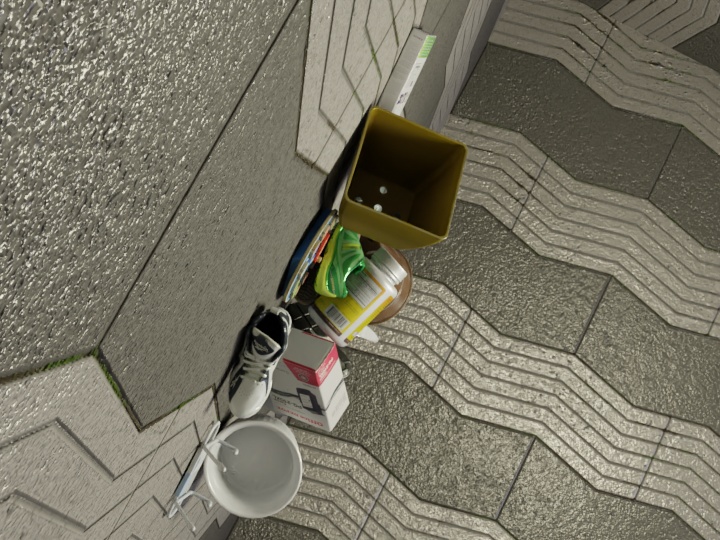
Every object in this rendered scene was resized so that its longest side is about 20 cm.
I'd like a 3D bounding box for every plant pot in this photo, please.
[{"bbox_3d":[0.000,0.000,1.860,0.202,0.199,0.198,-62,159,-8],"label":"plant pot"},{"bbox_3d":[0.060,-0.147,1.567,0.176,0.198,0.202,133,-25,-64],"label":"plant pot"}]

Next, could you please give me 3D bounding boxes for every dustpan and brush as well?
[{"bbox_3d":[-0.047,0.124,1.884,0.058,0.138,0.200,-66,157,-19],"label":"dustpan and brush"}]

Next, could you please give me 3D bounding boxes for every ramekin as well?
[{"bbox_3d":[-0.216,0.393,1.722,0.202,0.199,0.098,-62,-177,5],"label":"ramekin"}]

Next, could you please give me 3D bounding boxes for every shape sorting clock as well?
[{"bbox_3d":[-0.093,-0.027,1.593,0.202,0.039,0.200,-62,176,-8],"label":"shape sorting clock"}]

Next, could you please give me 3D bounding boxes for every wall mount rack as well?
[{"bbox_3d":[-0.288,0.384,1.540,0.202,0.074,0.174,-63,176,0],"label":"wall mount rack"}]

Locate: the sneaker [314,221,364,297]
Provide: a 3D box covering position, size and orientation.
[{"bbox_3d":[-0.027,-0.034,1.639,0.074,0.083,0.202,129,-17,-68],"label":"sneaker"}]

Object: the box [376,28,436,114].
[{"bbox_3d":[0.082,-0.369,1.629,0.202,0.036,0.144,-63,176,17],"label":"box"}]

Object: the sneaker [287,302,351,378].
[{"bbox_3d":[-0.109,0.172,1.786,0.075,0.201,0.116,-18,154,-41],"label":"sneaker"}]

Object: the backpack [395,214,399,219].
[{"bbox_3d":[0.186,-0.278,2.902,0.201,0.133,0.183,-61,176,-16],"label":"backpack"}]

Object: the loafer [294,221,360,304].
[{"bbox_3d":[-0.073,-0.016,1.737,0.201,0.075,0.068,-53,176,-9],"label":"loafer"}]

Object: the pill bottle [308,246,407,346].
[{"bbox_3d":[-0.002,0.049,1.688,0.200,0.109,0.109,-44,176,0],"label":"pill bottle"}]

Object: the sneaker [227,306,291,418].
[{"bbox_3d":[-0.174,0.149,1.421,0.201,0.079,0.130,-62,175,-14],"label":"sneaker"}]

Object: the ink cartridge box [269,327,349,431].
[{"bbox_3d":[-0.114,0.217,1.688,0.085,0.143,0.201,-54,149,-35],"label":"ink cartridge box"}]

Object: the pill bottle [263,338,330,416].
[{"bbox_3d":[-0.151,0.215,1.874,0.201,0.119,0.120,-60,176,-24],"label":"pill bottle"}]

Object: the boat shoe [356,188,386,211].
[{"bbox_3d":[0.015,-0.150,1.957,0.201,0.072,0.062,-58,180,2],"label":"boat shoe"}]
